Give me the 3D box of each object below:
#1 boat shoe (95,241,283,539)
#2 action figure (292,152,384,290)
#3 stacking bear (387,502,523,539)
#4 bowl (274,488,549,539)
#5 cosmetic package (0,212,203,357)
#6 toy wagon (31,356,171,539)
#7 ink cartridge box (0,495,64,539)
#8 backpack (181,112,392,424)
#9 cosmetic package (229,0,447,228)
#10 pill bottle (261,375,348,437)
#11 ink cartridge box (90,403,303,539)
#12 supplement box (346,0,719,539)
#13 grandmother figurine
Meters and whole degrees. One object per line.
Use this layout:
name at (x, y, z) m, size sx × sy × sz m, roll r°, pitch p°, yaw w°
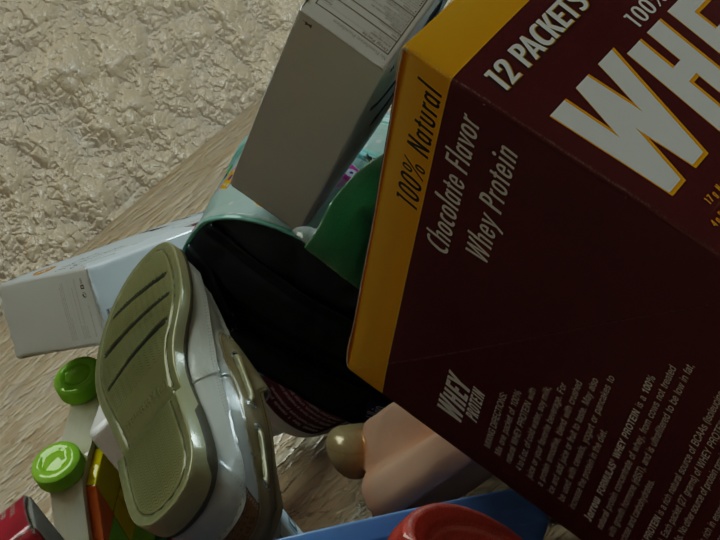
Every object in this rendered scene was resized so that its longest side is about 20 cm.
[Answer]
boat shoe at (-0.087, 0.068, 0.901) m, size 0.075 × 0.068 × 0.201 m, roll -43°, pitch 35°, yaw 24°
action figure at (0.053, -0.078, 0.767) m, size 0.201 × 0.055 × 0.118 m, roll -51°, pitch -22°, yaw 1°
stacking bear at (-0.005, 0.195, 0.688) m, size 0.200 × 0.122 × 0.114 m, roll -41°, pitch -10°, yaw 19°
bowl at (-0.006, 0.142, 0.814) m, size 0.198 × 0.040 × 0.201 m, roll -12°, pitch -10°, yaw -2°
cosmetic package at (-0.129, 0.001, 1.117) m, size 0.082 × 0.051 × 0.199 m, roll -13°, pitch 7°, yaw 37°
toy wagon at (-0.154, 0.158, 1.090) m, size 0.039 × 0.156 × 0.201 m, roll -10°, pitch 42°, yaw 15°
ink cartridge box at (-0.219, 0.247, 0.962) m, size 0.199 × 0.146 × 0.083 m, roll -38°, pitch 14°, yaw -7°
backpack at (0.000, 0.000, 1.002) m, size 0.176 × 0.198 × 0.155 m, roll 105°, pitch -177°, yaw -59°
cosmetic package at (-0.008, -0.094, 0.837) m, size 0.083 × 0.050 × 0.200 m, roll -53°, pitch -1°, yaw -22°
pill bottle at (-0.016, 0.047, 1.201) m, size 0.199 × 0.113 × 0.113 m, roll -27°, pitch 16°, yaw 37°
ink cartridge box at (-0.088, 0.113, 1.052) m, size 0.050 × 0.161 × 0.200 m, roll -36°, pitch 13°, yaw 9°
supplement box at (0.118, -0.002, 0.665) m, size 0.133 × 0.199 × 0.198 m, roll -44°, pitch -20°, yaw -32°
grandmother figurine at (0.066, 0.073, 0.879) m, size 0.200 × 0.121 × 0.061 m, roll -42°, pitch 4°, yaw 46°
